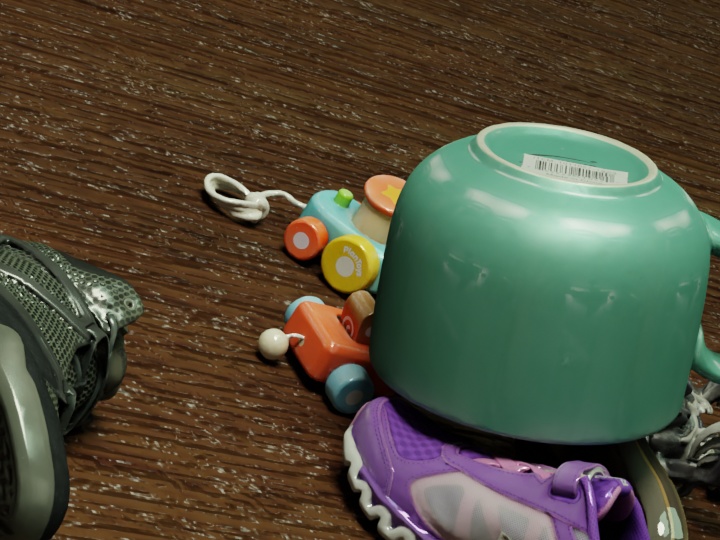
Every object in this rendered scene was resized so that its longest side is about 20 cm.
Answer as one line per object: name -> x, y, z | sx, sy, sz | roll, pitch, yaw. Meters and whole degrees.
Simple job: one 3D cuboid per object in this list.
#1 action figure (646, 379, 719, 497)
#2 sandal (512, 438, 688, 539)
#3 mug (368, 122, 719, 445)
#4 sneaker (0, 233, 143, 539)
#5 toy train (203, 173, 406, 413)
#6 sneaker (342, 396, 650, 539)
action figure -> 0.206, 0.079, 1.495 | 0.199, 0.102, 0.119 | 27, 34, -18
sandal -> 0.106, 0.094, 1.391 | 0.054, 0.082, 0.200 | 0, 40, -17
mug -> 0.099, -0.003, 1.329 | 0.184, 0.115, 0.152 | -9, 27, -41
sneaker -> -0.130, 0.044, 1.154 | 0.114, 0.077, 0.200 | 11, 24, -29
toy train -> 0.000, 0.000, 1.446 | 0.150, 0.056, 0.200 | 18, 27, -33
sneaker -> 0.079, 0.114, 1.271 | 0.200, 0.089, 0.080 | 41, 25, 24
